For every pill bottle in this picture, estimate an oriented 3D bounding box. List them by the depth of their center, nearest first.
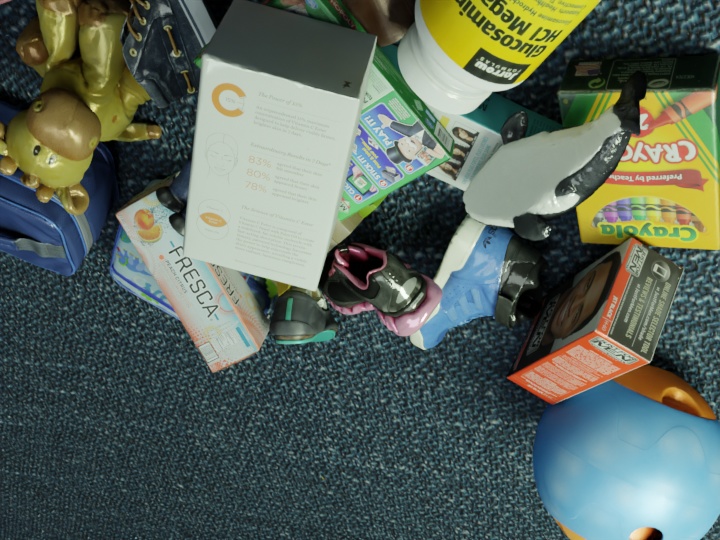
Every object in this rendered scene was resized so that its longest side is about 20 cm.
[{"bbox_3d":[0.111,-0.210,0.777,0.112,0.113,0.200,33,141,-9],"label":"pill bottle"}]

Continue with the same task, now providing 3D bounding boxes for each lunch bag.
[{"bbox_3d":[-0.386,-0.089,1.156,0.197,0.134,0.137,20,149,7],"label":"lunch bag"},{"bbox_3d":[-0.190,0.000,1.202,0.198,0.083,0.161,33,143,-6],"label":"lunch bag"}]

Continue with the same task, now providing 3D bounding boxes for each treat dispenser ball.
[{"bbox_3d":[0.277,0.198,1.066,0.198,0.202,0.203,15,140,13],"label":"treat dispenser ball"}]

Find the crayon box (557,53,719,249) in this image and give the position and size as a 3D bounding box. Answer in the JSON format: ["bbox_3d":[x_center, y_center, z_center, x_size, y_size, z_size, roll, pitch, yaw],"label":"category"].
[{"bbox_3d":[0.248,-0.086,0.889,0.125,0.051,0.202,3,136,25],"label":"crayon box"}]

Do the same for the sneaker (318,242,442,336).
[{"bbox_3d":[0.000,0.000,1.059,0.095,0.080,0.199,41,166,-29],"label":"sneaker"}]

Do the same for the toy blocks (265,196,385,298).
[{"bbox_3d":[-0.082,-0.071,1.066,0.137,0.100,0.200,46,140,-6],"label":"toy blocks"}]

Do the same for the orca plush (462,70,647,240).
[{"bbox_3d":[0.173,-0.093,0.856,0.070,0.106,0.200,-3,148,-37],"label":"orca plush"}]

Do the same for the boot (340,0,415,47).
[{"bbox_3d":[-0.058,-0.258,0.864,0.184,0.065,0.201,-2,138,33],"label":"boot"}]

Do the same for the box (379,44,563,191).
[{"bbox_3d":[0.087,-0.125,0.933,0.198,0.049,0.083,26,140,1],"label":"box"}]

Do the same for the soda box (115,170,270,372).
[{"bbox_3d":[-0.173,0.002,1.090,0.063,0.069,0.202,-25,105,15],"label":"soda box"}]

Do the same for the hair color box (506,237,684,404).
[{"bbox_3d":[0.218,0.054,0.981,0.061,0.102,0.200,29,157,-5],"label":"hair color box"}]

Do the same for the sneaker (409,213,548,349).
[{"bbox_3d":[0.126,0.035,1.067,0.110,0.077,0.201,31,135,9],"label":"sneaker"}]

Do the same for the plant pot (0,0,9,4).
[{"bbox_3d":[-0.292,-0.341,0.808,0.180,0.200,0.199,50,138,-5],"label":"plant pot"}]

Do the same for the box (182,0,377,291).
[{"bbox_3d":[-0.069,-0.100,0.853,0.122,0.098,0.202,15,132,-1],"label":"box"}]

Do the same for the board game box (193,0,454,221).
[{"bbox_3d":[-0.030,-0.145,0.893,0.134,0.029,0.200,-26,120,33],"label":"board game box"}]

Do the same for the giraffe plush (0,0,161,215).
[{"bbox_3d":[-0.288,-0.157,1.013,0.170,0.163,0.201,24,141,2],"label":"giraffe plush"}]

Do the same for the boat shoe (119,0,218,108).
[{"bbox_3d":[-0.183,-0.231,0.912,0.090,0.071,0.201,-24,135,1],"label":"boat shoe"}]

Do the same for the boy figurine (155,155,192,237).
[{"bbox_3d":[-0.117,-0.125,0.986,0.200,0.125,0.064,-49,142,17],"label":"boy figurine"}]

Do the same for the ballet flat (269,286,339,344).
[{"bbox_3d":[-0.062,0.048,1.172,0.072,0.074,0.200,20,179,6],"label":"ballet flat"}]
